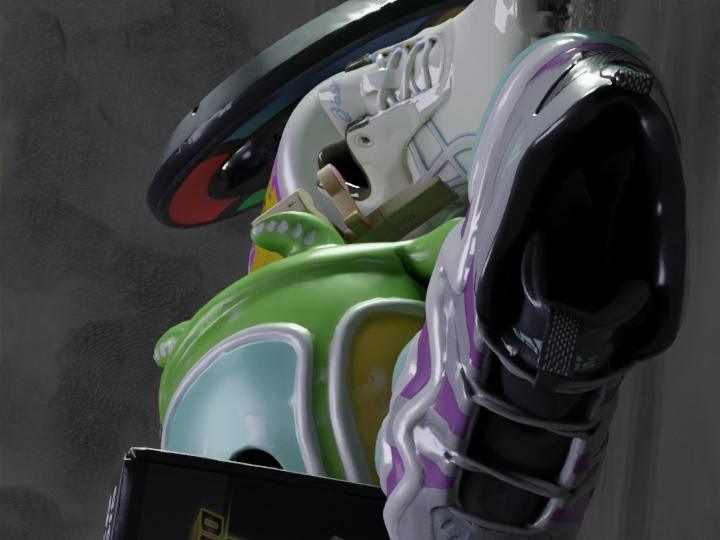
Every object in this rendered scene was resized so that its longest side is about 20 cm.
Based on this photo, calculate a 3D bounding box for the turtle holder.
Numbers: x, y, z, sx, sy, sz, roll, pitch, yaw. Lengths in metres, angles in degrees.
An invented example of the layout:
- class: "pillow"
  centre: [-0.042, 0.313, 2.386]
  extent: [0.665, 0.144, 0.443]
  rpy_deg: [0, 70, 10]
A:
- class: "turtle holder"
  centre: [0.008, 0.063, 1.182]
  extent: [0.132, 0.185, 0.141]
  rpy_deg: [-97, -20, -46]

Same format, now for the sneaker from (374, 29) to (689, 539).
- class: "sneaker"
  centre: [0.053, 0.028, 0.913]
  extent: [0.140, 0.077, 0.201]
  rpy_deg: [-106, 26, -81]

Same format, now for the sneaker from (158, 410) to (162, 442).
- class: "sneaker"
  centre: [-0.022, 0.079, 1.357]
  extent: [0.200, 0.078, 0.071]
  rpy_deg: [-1, 87, 61]

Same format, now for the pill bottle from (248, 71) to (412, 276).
- class: "pill bottle"
  centre: [0.001, -0.014, 1.457]
  extent: [0.200, 0.104, 0.105]
  rpy_deg: [111, 168, -66]

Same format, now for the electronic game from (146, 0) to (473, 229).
- class: "electronic game"
  centre: [-0.019, -0.081, 1.486]
  extent: [0.042, 0.199, 0.200]
  rpy_deg: [57, 165, 10]

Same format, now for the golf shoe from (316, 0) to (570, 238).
- class: "golf shoe"
  centre: [0.031, -0.067, 1.254]
  extent: [0.200, 0.097, 0.079]
  rpy_deg: [109, 170, -59]

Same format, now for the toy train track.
- class: "toy train track"
  centre: [0.000, 0.000, 1.290]
  extent: [0.033, 0.114, 0.200]
  rpy_deg: [59, -170, 27]

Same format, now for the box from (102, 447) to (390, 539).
- class: "box"
  centre: [-0.021, 0.173, 1.020]
  extent: [0.046, 0.158, 0.201]
  rpy_deg: [128, 152, -74]
